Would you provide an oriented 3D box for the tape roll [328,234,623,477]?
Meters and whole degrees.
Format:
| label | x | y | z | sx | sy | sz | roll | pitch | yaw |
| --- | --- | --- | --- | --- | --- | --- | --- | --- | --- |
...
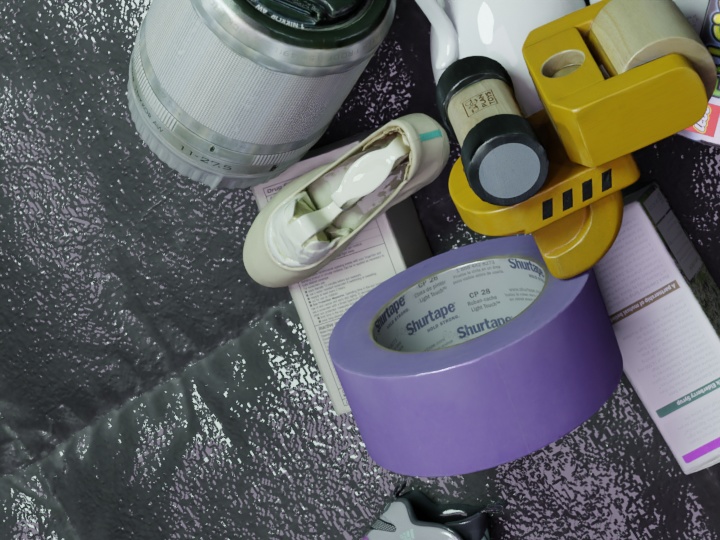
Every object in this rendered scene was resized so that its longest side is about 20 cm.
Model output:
| label | x | y | z | sx | sy | sz | roll | pitch | yaw |
| --- | --- | --- | --- | --- | --- | --- | --- | --- | --- |
| tape roll | 0.083 | 0.059 | 1.650 | 0.199 | 0.200 | 0.085 | -11 | 114 | 21 |

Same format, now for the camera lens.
| label | x | y | z | sx | sy | sz | roll | pitch | yaw |
| --- | --- | --- | --- | --- | --- | --- | --- | --- | --- |
| camera lens | -0.075 | -0.172 | 1.673 | 0.160 | 0.160 | 0.200 | 43 | 143 | 5 |

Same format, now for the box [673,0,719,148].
| label | x | y | z | sx | sy | sz | roll | pitch | yaw |
| --- | --- | --- | --- | --- | --- | --- | --- | --- | --- |
| box | 0.294 | -0.177 | 1.579 | 0.109 | 0.035 | 0.201 | 17 | 107 | 11 |

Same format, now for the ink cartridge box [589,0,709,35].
| label | x | y | z | sx | sy | sz | roll | pitch | yaw |
| --- | --- | --- | --- | --- | --- | --- | --- | --- | --- |
| ink cartridge box | 0.230 | -0.250 | 1.643 | 0.145 | 0.086 | 0.201 | -13 | 98 | 21 |

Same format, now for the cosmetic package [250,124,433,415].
| label | x | y | z | sx | sy | sz | roll | pitch | yaw |
| --- | --- | --- | --- | --- | --- | --- | --- | --- | --- |
| cosmetic package | 0.000 | 0.000 | 1.794 | 0.103 | 0.073 | 0.201 | -16 | 97 | 22 |

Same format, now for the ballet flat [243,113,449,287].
| label | x | y | z | sx | sy | sz | roll | pitch | yaw |
| --- | --- | --- | --- | --- | --- | --- | --- | --- | --- |
| ballet flat | -0.021 | -0.050 | 1.714 | 0.200 | 0.069 | 0.070 | -39 | 89 | 23 |

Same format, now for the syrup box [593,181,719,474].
| label | x | y | z | sx | sy | sz | roll | pitch | yaw |
| --- | --- | --- | --- | --- | --- | --- | --- | --- | --- |
| syrup box | 0.232 | 0.043 | 1.720 | 0.081 | 0.079 | 0.201 | -29 | 93 | 22 |

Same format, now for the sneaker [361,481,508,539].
| label | x | y | z | sx | sy | sz | roll | pitch | yaw |
| --- | --- | --- | --- | --- | --- | --- | --- | --- | --- |
| sneaker | 0.093 | 0.244 | 1.820 | 0.199 | 0.078 | 0.140 | 32 | 112 | 9 |

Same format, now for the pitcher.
| label | x | y | z | sx | sy | sz | roll | pitch | yaw |
| --- | --- | --- | --- | --- | --- | --- | --- | --- | --- |
| pitcher | 0.088 | -0.191 | 1.666 | 0.121 | 0.171 | 0.202 | 5 | 107 | 52 |

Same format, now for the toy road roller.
| label | x | y | z | sx | sy | sz | roll | pitch | yaw |
| --- | --- | --- | --- | --- | --- | --- | --- | --- | --- |
| toy road roller | 0.156 | -0.088 | 1.593 | 0.199 | 0.123 | 0.146 | -25 | 123 | 4 |
